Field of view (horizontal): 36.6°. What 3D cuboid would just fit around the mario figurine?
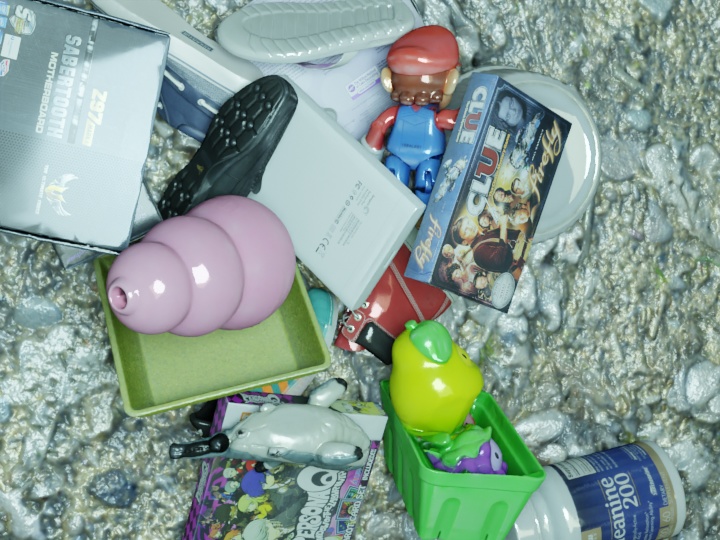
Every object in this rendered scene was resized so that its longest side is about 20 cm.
[{"bbox_3d":[0.066,-0.140,1.081,0.122,0.106,0.203,7,91,-21],"label":"mario figurine"}]

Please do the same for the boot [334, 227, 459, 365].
[{"bbox_3d":[0.000,0.000,1.148,0.144,0.072,0.200,-43,107,-6],"label":"boot"}]

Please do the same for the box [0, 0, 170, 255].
[{"bbox_3d":[-0.261,-0.126,0.947,0.156,0.051,0.203,12,92,-17],"label":"box"}]

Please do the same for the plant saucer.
[{"bbox_3d":[-0.149,0.051,1.078,0.197,0.201,0.048,-12,143,-13],"label":"plant saucer"}]

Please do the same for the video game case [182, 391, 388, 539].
[{"bbox_3d":[-0.080,0.225,1.125,0.179,0.036,0.202,9,108,-25],"label":"video game case"}]

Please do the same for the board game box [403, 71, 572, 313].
[{"bbox_3d":[0.126,-0.071,1.051,0.135,0.034,0.202,18,90,-46],"label":"board game box"}]

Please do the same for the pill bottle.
[{"bbox_3d":[0.251,0.265,1.216,0.197,0.111,0.113,-12,98,-14],"label":"pill bottle"}]

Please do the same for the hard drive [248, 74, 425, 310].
[{"bbox_3d":[-0.041,-0.077,1.067,0.200,0.027,0.133,44,122,18],"label":"hard drive"}]

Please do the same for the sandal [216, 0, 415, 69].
[{"bbox_3d":[-0.041,-0.225,1.071,0.200,0.083,0.050,-9,141,-15],"label":"sandal"}]

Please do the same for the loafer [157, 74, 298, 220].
[{"bbox_3d":[-0.122,-0.105,1.059,0.070,0.068,0.201,13,126,-48],"label":"loafer"}]

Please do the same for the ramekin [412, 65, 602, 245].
[{"bbox_3d":[0.162,-0.118,1.160,0.197,0.105,0.203,-2,96,-14],"label":"ramekin"}]

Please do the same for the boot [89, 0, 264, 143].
[{"bbox_3d":[-0.196,-0.201,1.076,0.199,0.073,0.091,34,117,4],"label":"boot"}]

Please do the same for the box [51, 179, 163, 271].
[{"bbox_3d":[-0.277,-0.115,1.034,0.105,0.122,0.202,-25,101,-12],"label":"box"}]

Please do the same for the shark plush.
[{"bbox_3d":[-0.080,0.178,1.049,0.198,0.084,0.091,-12,55,-25],"label":"shark plush"}]

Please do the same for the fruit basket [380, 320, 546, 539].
[{"bbox_3d":[0.094,0.148,1.117,0.153,0.215,0.219,7,93,-15],"label":"fruit basket"}]

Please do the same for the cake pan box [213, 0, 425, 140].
[{"bbox_3d":[-0.023,-0.228,1.129,0.199,0.052,0.185,-37,105,-9],"label":"cake pan box"}]

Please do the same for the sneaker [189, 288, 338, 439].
[{"bbox_3d":[-0.099,0.097,1.121,0.080,0.071,0.201,34,87,-32],"label":"sneaker"}]

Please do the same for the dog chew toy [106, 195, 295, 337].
[{"bbox_3d":[-0.147,0.002,0.976,0.199,0.123,0.126,-20,104,-55],"label":"dog chew toy"}]
